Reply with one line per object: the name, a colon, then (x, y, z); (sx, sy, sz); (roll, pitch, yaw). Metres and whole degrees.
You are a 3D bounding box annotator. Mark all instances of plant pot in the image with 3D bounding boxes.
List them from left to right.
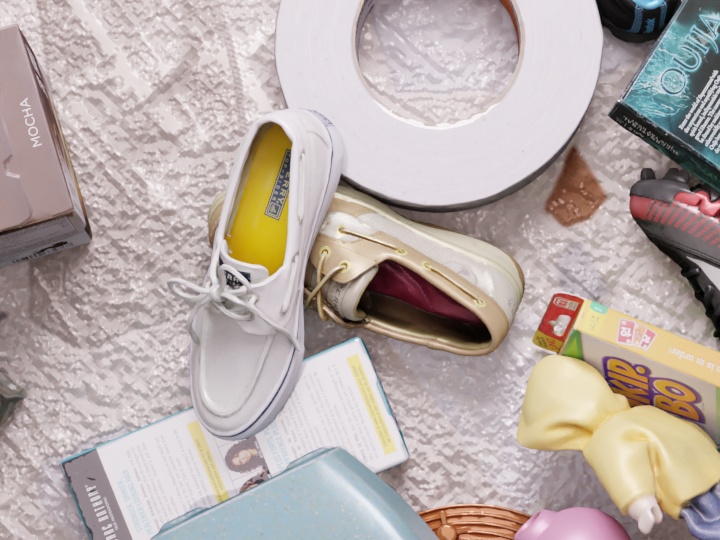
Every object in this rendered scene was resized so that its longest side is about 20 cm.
plant pot: (-0.025, 0.214, 1.534); (0.196, 0.196, 0.201); (-26, 88, 2)

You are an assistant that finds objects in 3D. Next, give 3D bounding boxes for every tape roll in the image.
tape roll: (0.047, -0.137, 1.632); (0.199, 0.066, 0.201); (0, 88, 2)

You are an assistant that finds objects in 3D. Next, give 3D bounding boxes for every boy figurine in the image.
boy figurine: (0.175, 0.123, 1.567); (0.200, 0.124, 0.065); (32, 114, 14)

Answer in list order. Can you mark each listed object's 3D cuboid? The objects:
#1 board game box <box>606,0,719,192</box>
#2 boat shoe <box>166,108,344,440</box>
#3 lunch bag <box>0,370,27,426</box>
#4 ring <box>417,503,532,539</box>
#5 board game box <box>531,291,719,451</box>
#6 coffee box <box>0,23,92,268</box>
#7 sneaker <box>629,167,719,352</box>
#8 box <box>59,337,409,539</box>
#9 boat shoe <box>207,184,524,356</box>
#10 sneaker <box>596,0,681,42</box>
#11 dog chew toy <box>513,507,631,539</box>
board game box: (0.254, -0.135, 1.608); (0.135, 0.028, 0.200); (34, 69, 2)
boat shoe: (-0.066, 0.004, 1.557); (0.074, 0.086, 0.203); (21, 99, 22)
lunch bag: (-0.294, 0.101, 1.566); (0.117, 0.200, 0.164); (39, 89, 3)
ring: (0.068, 0.244, 1.639); (0.199, 0.019, 0.201); (0, 87, 2)
board game box: (0.199, 0.072, 1.602); (0.199, 0.096, 0.030); (24, 68, 4)
coffee box: (-0.214, -0.068, 1.568); (0.079, 0.200, 0.114); (-17, 86, -3)
sneaker: (0.237, 0.019, 1.615); (0.200, 0.071, 0.098); (35, 87, 2)
box: (-0.076, 0.116, 1.633); (0.199, 0.049, 0.083); (-22, 87, 1)
boat shoe: (0.000, 0.000, 1.615); (0.199, 0.066, 0.074); (14, 128, 3)
sneaker: (0.157, -0.242, 1.624); (0.073, 0.082, 0.201); (-18, 87, 1)
dog chew toy: (0.168, 0.222, 1.579); (0.125, 0.125, 0.200); (-45, 91, 0)
